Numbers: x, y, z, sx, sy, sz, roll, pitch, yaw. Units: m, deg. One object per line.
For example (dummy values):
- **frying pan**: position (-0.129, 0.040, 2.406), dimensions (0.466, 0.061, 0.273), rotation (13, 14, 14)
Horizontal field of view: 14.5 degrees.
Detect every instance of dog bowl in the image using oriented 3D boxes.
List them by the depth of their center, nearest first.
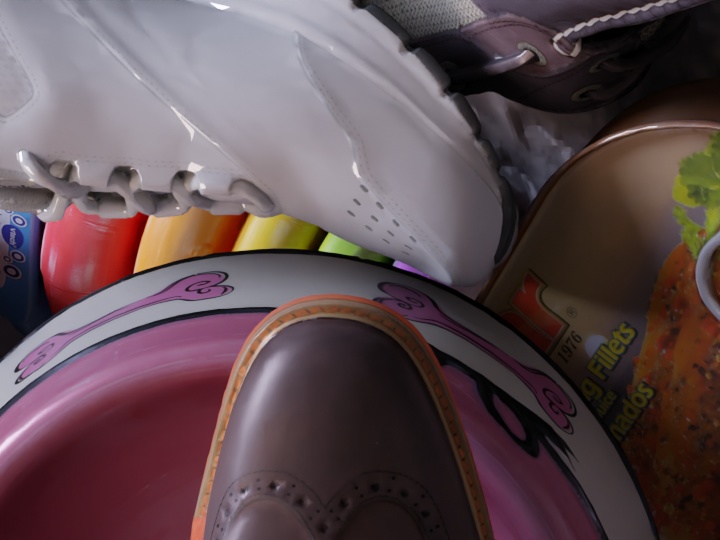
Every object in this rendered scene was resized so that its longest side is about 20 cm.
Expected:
- **dog bowl**: position (-0.023, 0.096, 0.677), dimensions (0.200, 0.200, 0.074), rotation (58, -176, -1)

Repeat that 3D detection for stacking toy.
- **stacking toy**: position (0.000, 0.000, 0.804), dimensions (0.200, 0.110, 0.116), rotation (29, 143, 14)

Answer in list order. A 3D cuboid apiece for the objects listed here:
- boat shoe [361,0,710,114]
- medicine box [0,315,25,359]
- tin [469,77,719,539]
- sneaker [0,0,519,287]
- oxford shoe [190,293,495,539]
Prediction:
- **boat shoe**: position (0.050, -0.071, 0.683), dimensions (0.200, 0.072, 0.065), rotation (-2, 124, 57)
- **medicine box**: position (-0.205, 0.031, 1.018), dimensions (0.200, 0.103, 0.183), rotation (36, 112, 29)
- **tin**: position (0.076, 0.037, 0.719), dimensions (0.112, 0.042, 0.200), rotation (33, 130, 4)
- **sneaker**: position (-0.055, -0.043, 0.693), dimensions (0.200, 0.087, 0.075), rotation (28, 163, 9)
- **oxford shoe**: position (-0.003, 0.106, 0.603), dimensions (0.073, 0.071, 0.201), rotation (-54, -37, -86)
